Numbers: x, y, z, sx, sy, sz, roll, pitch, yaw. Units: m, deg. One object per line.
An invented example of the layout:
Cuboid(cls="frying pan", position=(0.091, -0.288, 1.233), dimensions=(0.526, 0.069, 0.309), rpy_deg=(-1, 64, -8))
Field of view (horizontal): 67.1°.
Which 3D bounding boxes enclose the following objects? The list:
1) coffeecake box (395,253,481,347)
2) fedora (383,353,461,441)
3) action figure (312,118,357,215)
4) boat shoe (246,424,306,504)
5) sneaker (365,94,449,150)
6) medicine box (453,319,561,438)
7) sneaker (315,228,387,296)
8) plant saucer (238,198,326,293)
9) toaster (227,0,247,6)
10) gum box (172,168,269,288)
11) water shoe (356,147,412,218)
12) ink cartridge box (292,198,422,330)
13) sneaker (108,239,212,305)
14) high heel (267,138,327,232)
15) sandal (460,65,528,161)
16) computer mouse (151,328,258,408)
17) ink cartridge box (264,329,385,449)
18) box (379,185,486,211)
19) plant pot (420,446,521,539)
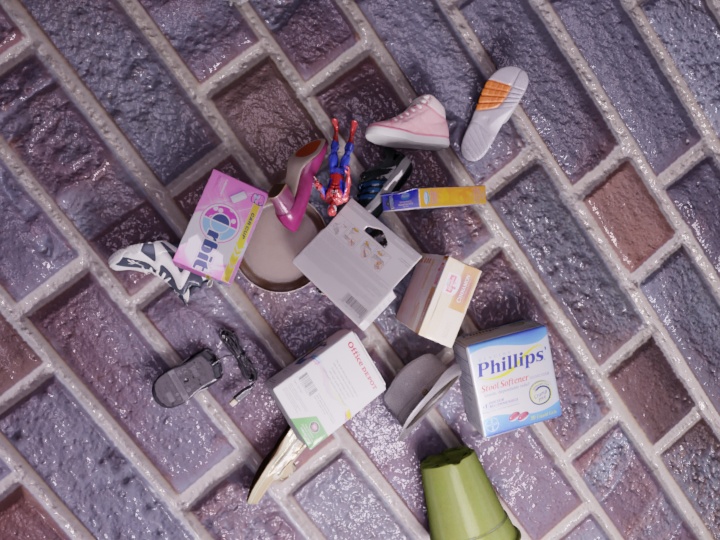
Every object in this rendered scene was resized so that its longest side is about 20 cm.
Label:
Cuboid(cls="coffeecake box", position=(0.149, 0.052, 1.083), dimensions=(0.072, 0.200, 0.155), rpy_deg=(22, 90, -9))
Cuboid(cls="fedora", position=(0.116, 0.249, 1.128), dimensions=(0.090, 0.177, 0.200), rpy_deg=(43, 95, 21))
Cuboid(cls="action figure", position=(-0.047, -0.211, 1.066), dimensions=(0.064, 0.099, 0.203), rpy_deg=(6, 80, 5))
Cuboid(cls="boat shoe", position=(-0.163, 0.401, 1.124), dimensions=(0.065, 0.072, 0.201), rpy_deg=(34, 82, -8))
Cuboid(cls="sneaker", position=(0.095, -0.306, 1.103), dimensions=(0.198, 0.075, 0.106), rpy_deg=(-2, 91, -30))
Cuboid(cls="medicine box", position=(0.312, 0.226, 1.168), dimensions=(0.180, 0.103, 0.202), rpy_deg=(-13, 96, -8))
Cuboid(cls="sneaker", position=(0.000, 0.000, 1.124), dimensions=(0.199, 0.077, 0.085), rpy_deg=(-33, 137, 7))
Cuboid(cls="plant saucer", position=(-0.164, -0.056, 1.115), dimensions=(0.198, 0.032, 0.203), rpy_deg=(-1, 94, -9))
Cuboid(cls="toaster", position=(-0.257, -0.611, 1.028), dimensions=(0.128, 0.114, 0.203), rpy_deg=(11, 90, -13))
Cuboid(cls="gum box", position=(-0.261, -0.083, 1.031), dimensions=(0.112, 0.066, 0.202), rpy_deg=(23, 77, -12))
Cuboid(cls="water shoe", position=(0.024, -0.164, 1.128), dimensions=(0.079, 0.072, 0.200), rpy_deg=(39, 83, 13))
Cuboid(cls="ink cartridge box", position=(-0.006, -0.015, 1.054), dimensions=(0.176, 0.045, 0.200), rpy_deg=(-46, 66, -6))
Cuboid(cls="sneaker", position=(-0.380, 0.010, 1.061), dimensions=(0.197, 0.079, 0.131), rpy_deg=(-11, 87, -18))
Cuboid(cls="high heel", position=(-0.114, -0.176, 1.095), dimensions=(0.201, 0.067, 0.097), rpy_deg=(-56, 140, -28))
Cuboid(cls="sandal", position=(0.277, -0.333, 1.157), dimensions=(0.079, 0.059, 0.208), rpy_deg=(32, 109, 7))
Cuboid(cls="computer mouse", position=(-0.309, 0.227, 1.105), dimensions=(0.199, 0.046, 0.141), rpy_deg=(-37, 94, -17))
Cuboid(cls="ink cartridge box", position=(-0.069, 0.233, 1.095), dimensions=(0.199, 0.087, 0.146), rpy_deg=(-34, 99, -20))
Cuboid(cls="box", position=(0.137, -0.142, 1.075), dimensions=(0.198, 0.119, 0.042), rpy_deg=(-10, 97, -32))
Cuboid(cls="plant pot", position=(0.210, 0.483, 1.141), dimensions=(0.198, 0.200, 0.192), rpy_deg=(-17, 83, -7))
